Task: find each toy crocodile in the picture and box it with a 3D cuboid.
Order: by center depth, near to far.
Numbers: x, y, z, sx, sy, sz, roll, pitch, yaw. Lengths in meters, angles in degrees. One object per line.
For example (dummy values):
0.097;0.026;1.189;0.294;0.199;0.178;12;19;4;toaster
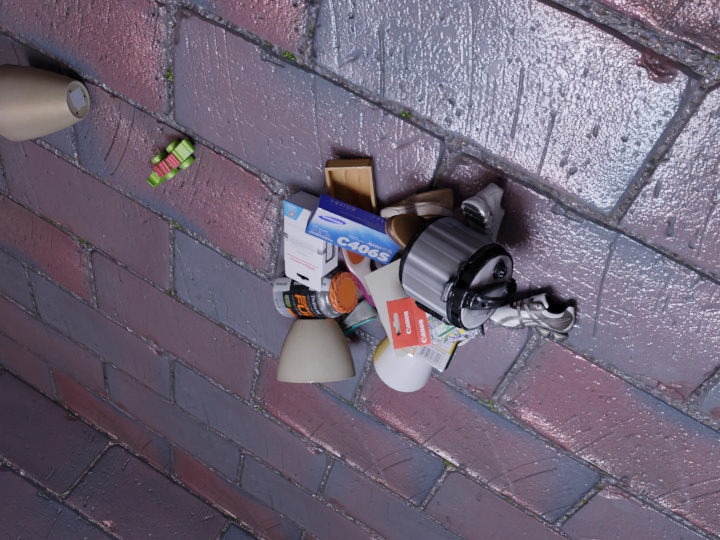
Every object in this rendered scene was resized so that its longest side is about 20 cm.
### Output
-0.468;-0.267;1.741;0.198;0.062;0.068;-21;114;45;toy crocodile

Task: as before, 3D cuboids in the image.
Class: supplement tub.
-0.109;0.055;1.732;0.197;0.123;0.124;-3;126;38;supplement tub

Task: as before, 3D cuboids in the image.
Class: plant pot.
-0.785;-0.422;1.758;0.196;0.189;0.190;1;130;17;plant pot

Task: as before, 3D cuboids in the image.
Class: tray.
-0.014;-0.145;1.522;0.097;0.037;0.202;0;131;9;tray

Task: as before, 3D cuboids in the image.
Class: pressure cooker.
0.189;0.012;1.316;0.199;0.176;0.180;33;159;34;pressure cooker

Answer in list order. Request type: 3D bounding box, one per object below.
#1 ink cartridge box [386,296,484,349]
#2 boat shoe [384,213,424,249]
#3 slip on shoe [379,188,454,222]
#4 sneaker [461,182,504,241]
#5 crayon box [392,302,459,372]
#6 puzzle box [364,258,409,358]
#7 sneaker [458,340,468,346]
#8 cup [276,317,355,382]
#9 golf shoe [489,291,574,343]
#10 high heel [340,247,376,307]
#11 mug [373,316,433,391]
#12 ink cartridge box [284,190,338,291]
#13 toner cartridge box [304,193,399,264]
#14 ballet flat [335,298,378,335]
0.148;0.097;1.453;0.197;0.050;0.111;-12;85;17;ink cartridge box
0.114;-0.062;1.439;0.070;0.072;0.198;-2;162;46;boat shoe
0.116;-0.131;1.449;0.075;0.062;0.199;19;169;-32;slip on shoe
0.248;-0.091;1.377;0.075;0.081;0.201;35;161;24;sneaker
0.167;0.094;1.502;0.124;0.051;0.203;27;99;17;crayon box
0.103;0.078;1.563;0.131;0.025;0.203;-24;83;16;puzzle box
0.247;0.096;1.550;0.072;0.071;0.202;25;136;14;sneaker
-0.111;0.190;1.742;0.198;0.199;0.146;-2;88;37;cup
0.345;0.077;1.461;0.196;0.078;0.096;13;124;5;golf shoe
0.000;0.000;1.660;0.202;0.067;0.096;63;168;-7;high heel
0.105;0.174;1.659;0.185;0.150;0.154;34;144;7;mug
-0.114;-0.067;1.630;0.115;0.068;0.203;24;128;27;ink cartridge box
-0.011;-0.086;1.504;0.197;0.044;0.095;20;142;-12;toner cartridge box
-0.026;0.124;1.796;0.199;0.067;0.065;-35;77;48;ballet flat
